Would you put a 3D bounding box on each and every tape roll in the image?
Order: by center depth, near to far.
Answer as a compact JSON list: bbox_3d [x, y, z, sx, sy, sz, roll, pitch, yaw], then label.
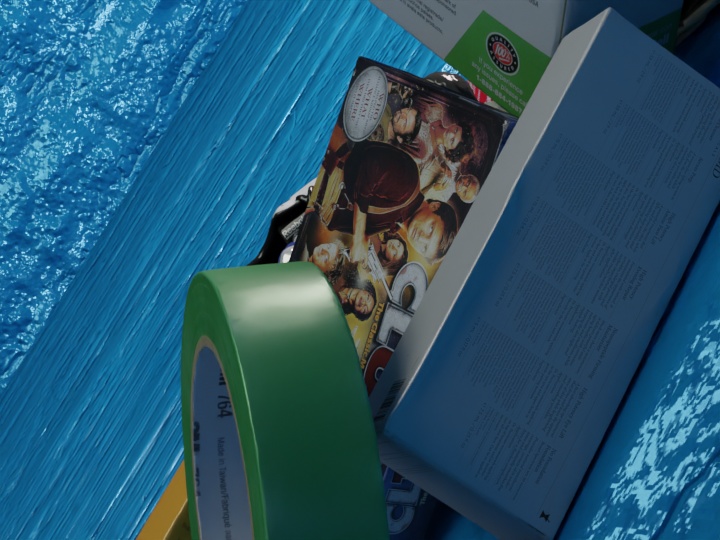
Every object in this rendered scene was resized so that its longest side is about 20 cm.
[{"bbox_3d":[-0.034,0.098,0.756,0.200,0.048,0.202,174,90,-77],"label":"tape roll"}]

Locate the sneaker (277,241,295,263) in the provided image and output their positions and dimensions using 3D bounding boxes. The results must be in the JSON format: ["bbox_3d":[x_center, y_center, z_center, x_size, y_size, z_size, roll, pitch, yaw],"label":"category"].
[{"bbox_3d":[0.000,0.000,0.967,0.200,0.088,0.075,-48,-24,6],"label":"sneaker"}]

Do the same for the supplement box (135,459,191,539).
[{"bbox_3d":[-0.054,0.100,1.040,0.201,0.069,0.066,-61,15,-13],"label":"supplement box"}]

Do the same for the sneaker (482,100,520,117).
[{"bbox_3d":[0.051,0.016,0.890,0.072,0.072,0.201,41,111,49],"label":"sneaker"}]

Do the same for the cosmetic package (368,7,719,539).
[{"bbox_3d":[0.079,0.002,0.746,0.201,0.082,0.051,-60,11,-18],"label":"cosmetic package"}]

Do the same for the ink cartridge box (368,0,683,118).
[{"bbox_3d":[0.077,-0.185,0.820,0.084,0.146,0.201,-23,-42,-28],"label":"ink cartridge box"}]

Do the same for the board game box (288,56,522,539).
[{"bbox_3d":[0.012,0.014,0.851,0.135,0.034,0.201,30,103,56],"label":"board game box"}]

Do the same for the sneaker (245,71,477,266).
[{"bbox_3d":[-0.001,-0.034,1.098,0.201,0.080,0.074,-55,44,22],"label":"sneaker"}]

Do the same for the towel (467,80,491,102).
[{"bbox_3d":[0.086,-0.117,1.147,0.200,0.022,0.145,-50,14,30],"label":"towel"}]

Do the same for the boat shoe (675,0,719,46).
[{"bbox_3d":[0.136,-0.136,0.909,0.200,0.071,0.063,-39,23,41],"label":"boat shoe"}]
